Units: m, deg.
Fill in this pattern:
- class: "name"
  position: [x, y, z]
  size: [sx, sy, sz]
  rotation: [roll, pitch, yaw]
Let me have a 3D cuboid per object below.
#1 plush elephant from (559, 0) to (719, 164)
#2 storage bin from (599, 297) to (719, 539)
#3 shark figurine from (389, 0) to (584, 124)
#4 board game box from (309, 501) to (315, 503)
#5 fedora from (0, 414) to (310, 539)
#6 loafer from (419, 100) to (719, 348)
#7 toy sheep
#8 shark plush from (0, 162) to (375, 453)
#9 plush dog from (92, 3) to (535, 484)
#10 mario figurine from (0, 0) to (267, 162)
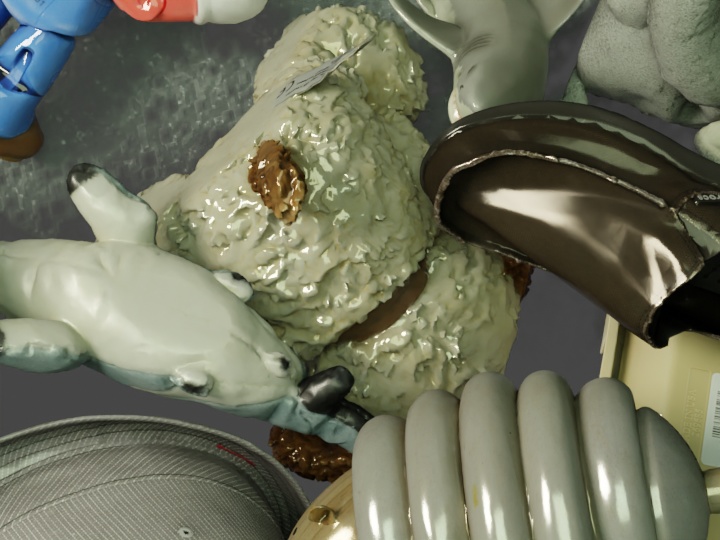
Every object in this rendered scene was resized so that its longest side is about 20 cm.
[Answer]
- class: "plush elephant"
  position: [0.182, -0.097, 0.881]
  size: [0.155, 0.165, 0.200]
  rotation: [23, 101, 6]
- class: "storage bin"
  position: [0.197, 0.089, 0.866]
  size: [0.198, 0.094, 0.200]
  rotation: [11, 72, 4]
- class: "shark figurine"
  position: [0.061, -0.139, 0.917]
  size: [0.089, 0.128, 0.215]
  rotation: [-33, 57, 16]
- class: "board game box"
  position: [0.022, 0.206, 0.896]
  size: [0.126, 0.035, 0.200]
  rotation: [0, 83, -1]
- class: "fedora"
  position: [-0.101, 0.151, 0.807]
  size: [0.200, 0.090, 0.177]
  rotation: [-4, 118, -22]
- class: "loafer"
  position: [0.118, -0.011, 0.803]
  size: [0.200, 0.073, 0.071]
  rotation: [15, 48, 6]
- class: "toy sheep"
  position: [0.066, 0.103, 0.764]
  size: [0.200, 0.138, 0.138]
  rotation: [-10, 83, 4]
- class: "shark plush"
  position: [-0.069, 0.026, 0.831]
  size: [0.200, 0.083, 0.091]
  rotation: [15, 68, -3]
- class: "plush dog"
  position: [0.000, 0.000, 0.880]
  size: [0.200, 0.160, 0.172]
  rotation: [-48, 111, -6]
- class: "mario figurine"
  position: [-0.120, -0.145, 0.909]
  size: [0.123, 0.106, 0.200]
  rotation: [34, 111, -31]
